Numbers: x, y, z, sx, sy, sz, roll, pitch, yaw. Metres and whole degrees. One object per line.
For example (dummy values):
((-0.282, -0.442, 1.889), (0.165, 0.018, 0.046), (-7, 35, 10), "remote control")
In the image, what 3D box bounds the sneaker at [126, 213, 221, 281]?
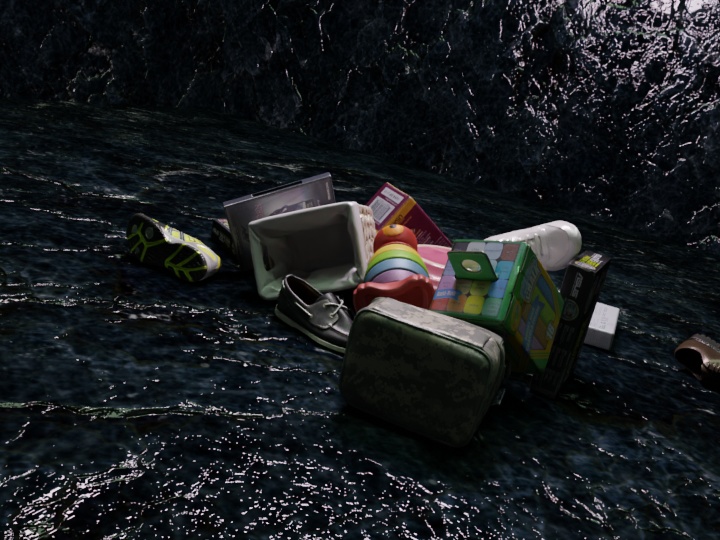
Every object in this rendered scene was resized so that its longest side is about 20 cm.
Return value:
((-0.329, -0.036, 1.363), (0.198, 0.077, 0.076), (31, 14, 22), "sneaker")

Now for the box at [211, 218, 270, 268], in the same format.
((-0.191, -0.055, 1.556), (0.158, 0.050, 0.199), (1, 18, -31), "box")

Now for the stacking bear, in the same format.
((0.055, 0.003, 1.212), (0.118, 0.116, 0.202), (-9, 36, 8), "stacking bear")

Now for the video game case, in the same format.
((-0.137, -0.086, 1.405), (0.196, 0.145, 0.019), (-17, 38, -10), "video game case")

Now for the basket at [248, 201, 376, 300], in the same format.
((-0.071, -0.034, 1.314), (0.195, 0.139, 0.123), (-9, 2, 20), "basket")

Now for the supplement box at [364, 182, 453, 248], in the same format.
((0.101, -0.058, 1.537), (0.200, 0.103, 0.131), (45, -2, -28), "supplement box")

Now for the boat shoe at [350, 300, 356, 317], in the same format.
((0.030, 0.073, 1.269), (0.065, 0.058, 0.200), (6, 16, -21), "boat shoe")

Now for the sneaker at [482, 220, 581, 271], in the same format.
((0.253, -0.025, 1.226), (0.098, 0.077, 0.198), (-14, 0, -43), "sneaker")

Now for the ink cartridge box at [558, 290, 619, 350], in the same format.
((0.412, 0.088, 1.558), (0.196, 0.044, 0.196), (16, 17, 19), "ink cartridge box")

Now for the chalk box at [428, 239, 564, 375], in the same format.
((0.183, 0.041, 1.080), (0.122, 0.126, 0.200), (5, -28, 40), "chalk box")

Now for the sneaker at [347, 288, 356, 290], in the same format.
((0.000, 0.000, 1.418), (0.196, 0.080, 0.085), (16, -9, 13), "sneaker")

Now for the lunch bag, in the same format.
((0.090, 0.117, 1.003), (0.196, 0.143, 0.167), (18, 17, 16), "lunch bag")

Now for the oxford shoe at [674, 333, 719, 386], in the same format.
((0.645, 0.185, 1.379), (0.083, 0.074, 0.199), (-16, 25, -30), "oxford shoe")

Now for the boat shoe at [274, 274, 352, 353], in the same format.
((-0.051, 0.071, 1.195), (0.198, 0.069, 0.071), (28, 20, 30), "boat shoe")

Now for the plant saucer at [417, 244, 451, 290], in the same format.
((0.147, 0.001, 1.335), (0.195, 0.052, 0.201), (10, 16, -3), "plant saucer")

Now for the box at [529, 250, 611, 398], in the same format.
((0.328, 0.079, 1.214), (0.043, 0.205, 0.159), (20, 16, 21), "box")
